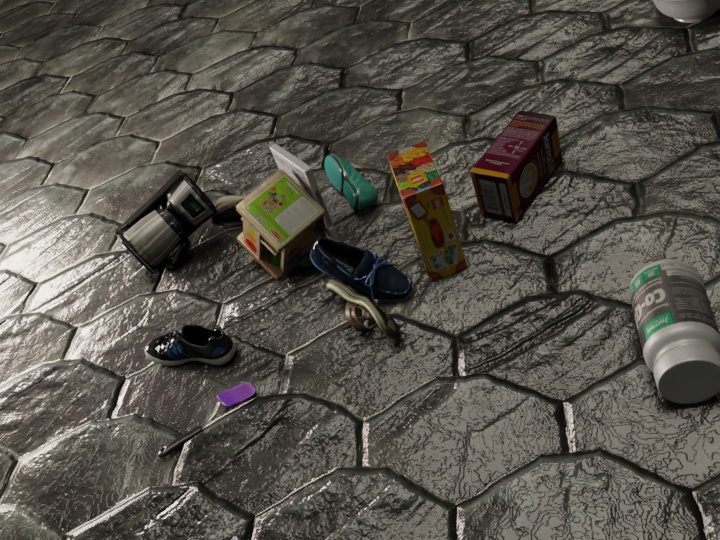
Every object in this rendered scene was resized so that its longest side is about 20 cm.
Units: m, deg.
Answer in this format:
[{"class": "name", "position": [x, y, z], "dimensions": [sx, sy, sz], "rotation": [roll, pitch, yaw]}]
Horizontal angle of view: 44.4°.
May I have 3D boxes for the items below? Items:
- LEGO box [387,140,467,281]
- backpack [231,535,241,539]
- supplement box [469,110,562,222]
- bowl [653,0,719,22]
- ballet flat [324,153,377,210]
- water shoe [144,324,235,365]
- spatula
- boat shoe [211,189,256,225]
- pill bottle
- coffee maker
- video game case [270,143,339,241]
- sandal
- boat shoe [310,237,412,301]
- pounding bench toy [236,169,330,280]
[{"class": "LEGO box", "position": [0.123, -0.109, 1.620], "dimensions": [0.076, 0.201, 0.150], "rotation": [-19, 40, 3]}, {"class": "backpack", "position": [-0.154, 0.474, 1.127], "dimensions": [0.134, 0.183, 0.201], "rotation": [16, 63, 47]}, {"class": "supplement box", "position": [0.306, -0.204, 1.712], "dimensions": [0.085, 0.111, 0.200], "rotation": [16, 53, 36]}, {"class": "bowl", "position": [0.750, -0.624, 1.991], "dimensions": [0.198, 0.091, 0.203], "rotation": [-13, 41, 12]}, {"class": "ballet flat", "position": [-0.015, -0.190, 1.894], "dimensions": [0.069, 0.068, 0.201], "rotation": [-7, 35, -21]}, {"class": "water shoe", "position": [-0.326, 0.129, 1.657], "dimensions": [0.197, 0.080, 0.072], "rotation": [-2, 43, 23]}, {"class": "spatula", "position": [-0.268, 0.259, 1.529], "dimensions": [0.199, 0.021, 0.056], "rotation": [-39, 30, -16]}, {"class": "boat shoe", "position": [-0.238, -0.131, 1.918], "dimensions": [0.197, 0.072, 0.065], "rotation": [-5, 47, 26]}, {"class": "pill bottle", "position": [0.470, 0.089, 1.308], "dimensions": [0.111, 0.114, 0.202], "rotation": [-11, 40, 13]}, {"class": "coffee maker", "position": [-0.425, -0.116, 1.907], "dimensions": [0.200, 0.135, 0.192], "rotation": [-43, 47, -6]}, {"class": "video game case", "position": [-0.109, -0.147, 1.769], "dimensions": [0.018, 0.202, 0.143], "rotation": [-34, 41, -16]}, {"class": "sandal", "position": [0.001, 0.078, 1.580], "dimensions": [0.058, 0.080, 0.200], "rotation": [-54, 41, -4]}, {"class": "boat shoe", "position": [0.000, 0.000, 1.604], "dimensions": [0.197, 0.069, 0.085], "rotation": [17, 63, 1]}, {"class": "pounding bench toy", "position": [-0.135, -0.059, 1.740], "dimensions": [0.200, 0.156, 0.124], "rotation": [43, 67, 14]}]
